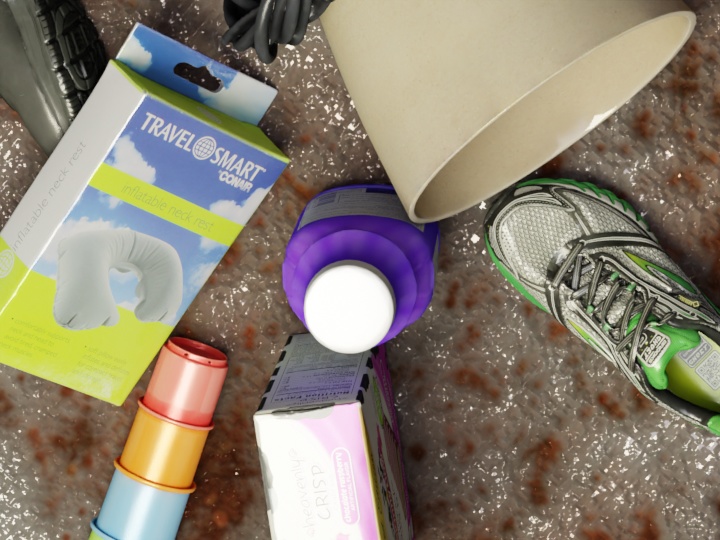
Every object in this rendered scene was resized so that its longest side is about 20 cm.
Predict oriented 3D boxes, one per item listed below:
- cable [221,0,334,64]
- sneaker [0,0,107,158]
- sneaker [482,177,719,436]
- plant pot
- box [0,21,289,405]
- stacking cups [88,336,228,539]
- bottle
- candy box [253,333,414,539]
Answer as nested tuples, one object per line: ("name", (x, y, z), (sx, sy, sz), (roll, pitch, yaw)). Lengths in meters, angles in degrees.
("cable", (-0.042, -0.205, 1.549), (0.051, 0.163, 0.200), (-1, 136, -31))
("sneaker", (-0.209, -0.142, 1.674), (0.091, 0.076, 0.200), (-25, 91, 18))
("sneaker", (0.156, 0.019, 1.665), (0.200, 0.085, 0.078), (35, 101, -3))
("plant pot", (0.048, -0.161, 1.602), (0.187, 0.187, 0.200), (-37, 80, 10))
("box", (-0.130, -0.028, 1.663), (0.122, 0.048, 0.200), (24, 106, -45))
("stacking cups", (-0.130, 0.136, 1.722), (0.060, 0.061, 0.201), (17, 100, 1))
("bottle", (0.000, 0.000, 1.613), (0.083, 0.200, 0.066), (0, 102, 3))
("candy box", (-0.011, 0.117, 1.637), (0.061, 0.200, 0.137), (-8, 101, 6))
